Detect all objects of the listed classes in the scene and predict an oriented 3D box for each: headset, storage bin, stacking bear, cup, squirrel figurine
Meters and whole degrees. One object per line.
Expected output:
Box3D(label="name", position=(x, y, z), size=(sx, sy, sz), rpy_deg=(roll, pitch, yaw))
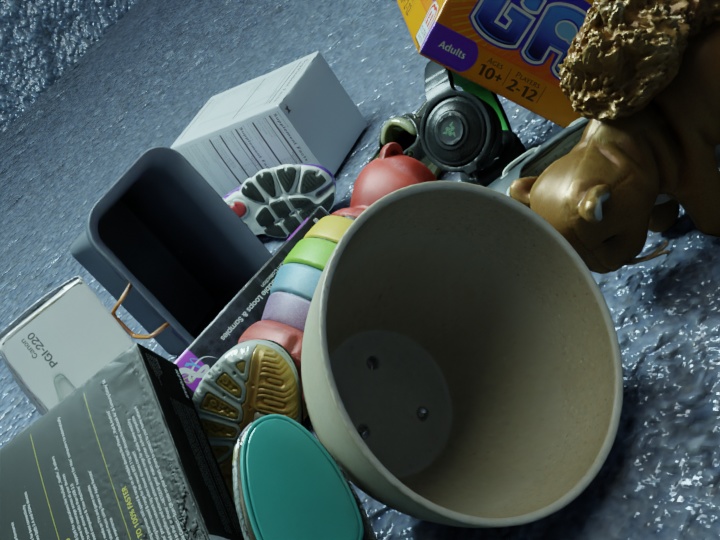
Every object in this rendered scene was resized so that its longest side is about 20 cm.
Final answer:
Box3D(label="headset", position=(0.092, -0.095, 0.917), size=(0.093, 0.123, 0.203), rpy_deg=(-27, 51, 26))
Box3D(label="storage bin", position=(-0.193, 0.005, 1.040), size=(0.146, 0.200, 0.134), rpy_deg=(-52, 19, -28))
Box3D(label="stacking bear", position=(0.000, 0.000, 0.821), size=(0.113, 0.121, 0.202), rpy_deg=(8, 62, 50))
Box3D(label="cup", position=(0.041, 0.067, 0.664), size=(0.201, 0.199, 0.143), rpy_deg=(-54, 7, -31))
Box3D(label="squirrel figurine", position=(0.183, -0.103, 0.712), size=(0.185, 0.202, 0.141), rpy_deg=(-33, 29, -13))

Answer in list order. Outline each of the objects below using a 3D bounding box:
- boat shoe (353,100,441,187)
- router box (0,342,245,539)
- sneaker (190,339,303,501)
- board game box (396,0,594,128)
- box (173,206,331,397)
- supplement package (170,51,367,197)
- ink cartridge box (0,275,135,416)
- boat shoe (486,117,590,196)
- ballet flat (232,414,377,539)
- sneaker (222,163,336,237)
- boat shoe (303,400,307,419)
Box3D(label="boat shoe", position=(0.051, -0.126, 1.066), size=(0.071, 0.066, 0.202), rpy_deg=(-13, 35, 40))
Box3D(label="router box", position=(-0.138, 0.165, 0.597), size=(0.148, 0.051, 0.202), rpy_deg=(-36, 56, 9))
Box3D(label="sneaker", position=(-0.068, 0.117, 0.708), size=(0.074, 0.203, 0.088), rpy_deg=(17, 35, 12))
Box3D(label="board game box", position=(0.166, -0.260, 0.906), size=(0.202, 0.197, 0.201), rpy_deg=(-61, 18, 23))
Box3D(label="box", position=(-0.094, 0.048, 0.927), size=(0.201, 0.036, 0.143), rpy_deg=(-50, -6, -20))
Box3D(label="supplement package", position=(-0.111, -0.160, 1.275), size=(0.198, 0.110, 0.115), rpy_deg=(-12, 35, 42))
Box3D(label="ink cartridge box", position=(-0.214, 0.103, 0.861), size=(0.085, 0.146, 0.200), rpy_deg=(-40, -1, -17))
Box3D(label="boat shoe", position=(0.136, -0.057, 0.824), size=(0.200, 0.076, 0.060), rpy_deg=(-43, -11, -7))
Box3D(label="ballet flat", position=(-0.014, 0.175, 0.579), size=(0.072, 0.072, 0.202), rpy_deg=(-36, 66, 2))
Box3D(label="sneaker", position=(-0.101, -0.085, 1.184), size=(0.198, 0.081, 0.084), rpy_deg=(-13, 29, 41))
Box3D(label="boat shoe", position=(-0.072, 0.095, 0.877), size=(0.200, 0.071, 0.069), rpy_deg=(-48, 7, -21))
